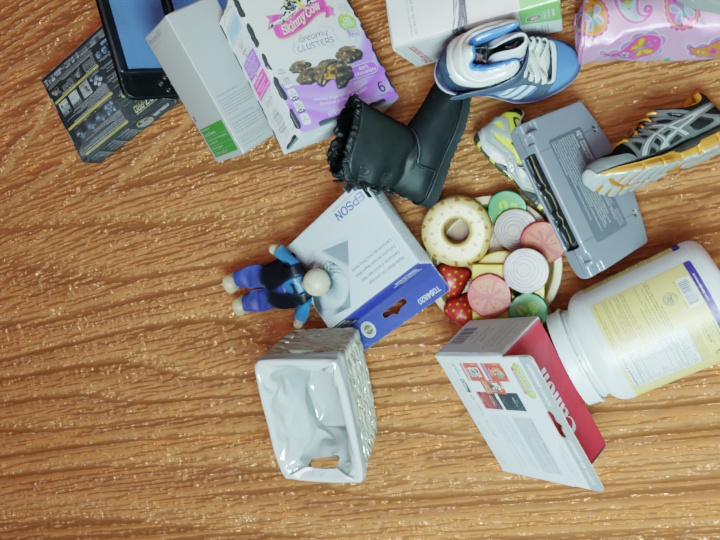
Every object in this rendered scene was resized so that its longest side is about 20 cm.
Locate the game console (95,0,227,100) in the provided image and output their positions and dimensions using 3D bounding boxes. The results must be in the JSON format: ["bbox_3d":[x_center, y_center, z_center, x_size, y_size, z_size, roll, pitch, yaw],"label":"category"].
[{"bbox_3d":[-0.283,-0.376,0.939,0.116,0.175,0.202,-11,95,49],"label":"game console"}]

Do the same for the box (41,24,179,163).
[{"bbox_3d":[-0.415,-0.297,1.030,0.199,0.049,0.162,-30,86,21],"label":"box"}]

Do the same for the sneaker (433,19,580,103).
[{"bbox_3d":[0.192,-0.247,0.741,0.197,0.146,0.082,-4,98,-6],"label":"sneaker"}]

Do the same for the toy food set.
[{"bbox_3d":[0.182,-0.009,0.865,0.195,0.049,0.203,0,98,19],"label":"toy food set"}]

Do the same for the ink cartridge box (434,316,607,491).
[{"bbox_3d":[0.218,0.165,0.794,0.175,0.084,0.201,-11,113,59],"label":"ink cartridge box"}]

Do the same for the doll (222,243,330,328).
[{"bbox_3d":[-0.121,0.028,0.948,0.198,0.048,0.138,-11,105,39],"label":"doll"}]

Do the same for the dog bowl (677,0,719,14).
[{"bbox_3d":[0.412,-0.364,0.678,0.197,0.059,0.202,-5,65,11],"label":"dog bowl"}]

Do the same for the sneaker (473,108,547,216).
[{"bbox_3d":[0.239,-0.127,0.814,0.200,0.075,0.076,46,104,3],"label":"sneaker"}]

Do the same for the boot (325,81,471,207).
[{"bbox_3d":[0.049,-0.185,0.816,0.073,0.161,0.201,25,100,59],"label":"boot"}]

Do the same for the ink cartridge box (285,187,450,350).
[{"bbox_3d":[0.000,0.000,0.912,0.199,0.041,0.201,-39,84,34],"label":"ink cartridge box"}]

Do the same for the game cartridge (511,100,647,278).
[{"bbox_3d":[0.278,-0.105,0.778,0.202,0.132,0.040,65,154,1],"label":"game cartridge"}]

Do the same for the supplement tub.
[{"bbox_3d":[0.347,0.069,0.767,0.199,0.145,0.147,-29,88,21],"label":"supplement tub"}]

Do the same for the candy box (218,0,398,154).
[{"bbox_3d":[-0.069,-0.284,0.846,0.202,0.167,0.071,62,152,1],"label":"candy box"}]

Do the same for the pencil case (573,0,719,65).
[{"bbox_3d":[0.356,-0.292,0.743,0.197,0.087,0.089,3,99,20],"label":"pencil case"}]

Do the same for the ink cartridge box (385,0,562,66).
[{"bbox_3d":[0.143,-0.328,0.776,0.198,0.145,0.085,-8,95,20],"label":"ink cartridge box"}]

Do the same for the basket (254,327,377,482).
[{"bbox_3d":[-0.056,0.192,0.922,0.134,0.123,0.202,-3,111,20],"label":"basket"}]

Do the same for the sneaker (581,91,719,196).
[{"bbox_3d":[0.350,-0.151,0.751,0.198,0.078,0.078,-21,79,-11],"label":"sneaker"}]

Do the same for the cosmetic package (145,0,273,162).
[{"bbox_3d":[-0.207,-0.268,0.891,0.107,0.085,0.201,1,125,57],"label":"cosmetic package"}]
